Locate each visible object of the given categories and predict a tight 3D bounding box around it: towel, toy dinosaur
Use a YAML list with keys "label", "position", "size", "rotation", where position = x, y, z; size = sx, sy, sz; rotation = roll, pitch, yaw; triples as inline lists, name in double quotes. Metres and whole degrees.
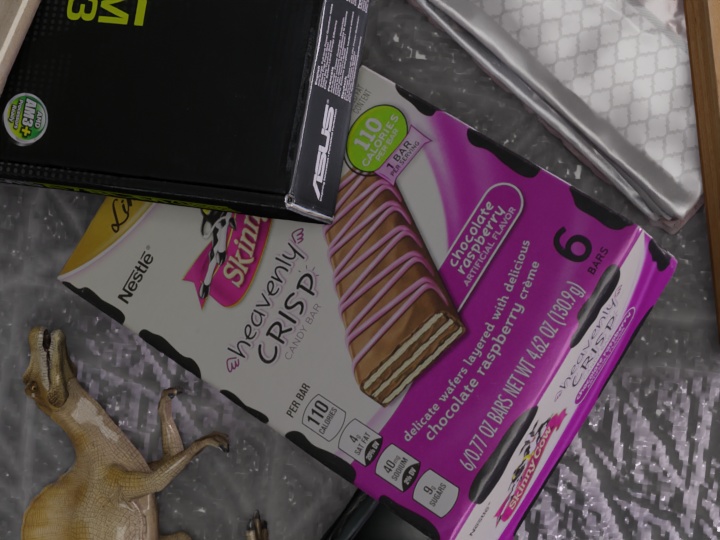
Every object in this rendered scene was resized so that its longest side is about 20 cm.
- label: "towel"
  position: [0.117, -0.148, 0.884]
  size: [0.200, 0.032, 0.191]
  rotation: [41, 90, -1]
- label: "toy dinosaur"
  position: [-0.092, 0.121, 0.883]
  size: [0.100, 0.058, 0.202]
  rotation: [-7, 82, 15]

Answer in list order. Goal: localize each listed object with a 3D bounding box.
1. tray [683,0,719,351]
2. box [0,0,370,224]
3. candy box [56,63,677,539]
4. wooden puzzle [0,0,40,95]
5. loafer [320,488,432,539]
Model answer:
- label: "tray"
  position: [0.183, -0.064, 0.857]
  size: [0.098, 0.037, 0.202]
  rotation: [-10, 101, -8]
- label: "box"
  position: [-0.086, -0.127, 0.834]
  size: [0.192, 0.047, 0.202]
  rotation: [8, 85, 27]
- label: "candy box"
  position: [0.000, 0.000, 0.832]
  size: [0.199, 0.061, 0.137]
  rotation: [31, 90, 26]
- label: "wooden puzzle"
  position: [-0.185, -0.181, 0.808]
  size: [0.184, 0.046, 0.201]
  rotation: [24, 94, 6]
- label: "loafer"
  position: [0.008, 0.127, 0.865]
  size: [0.068, 0.070, 0.201]
  rotation: [30, 90, 0]
